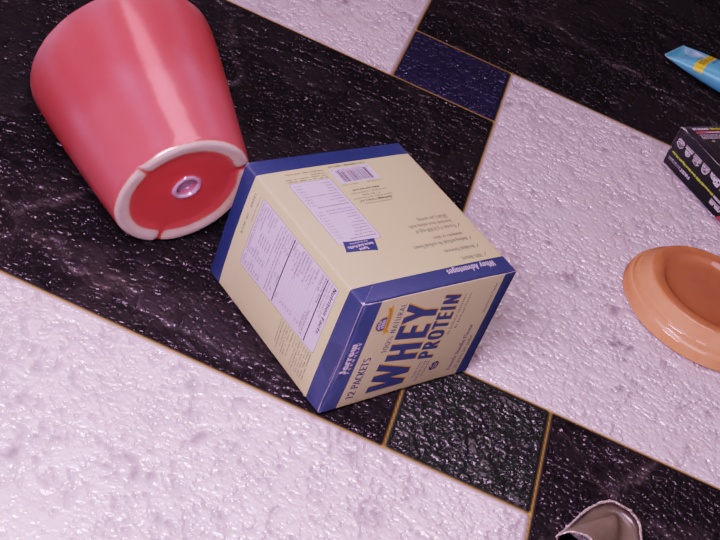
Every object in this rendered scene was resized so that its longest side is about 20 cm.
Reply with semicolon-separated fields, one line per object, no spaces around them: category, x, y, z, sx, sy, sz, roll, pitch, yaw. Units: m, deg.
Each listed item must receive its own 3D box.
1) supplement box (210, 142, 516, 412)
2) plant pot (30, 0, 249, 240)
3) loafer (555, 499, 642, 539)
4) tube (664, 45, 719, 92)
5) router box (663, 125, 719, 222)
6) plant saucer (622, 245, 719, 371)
supplement box;0.000;0.000;1.284;0.198;0.135;0.200;-12;49;-39
plant pot;-0.204;-0.142;1.317;0.198;0.201;0.179;-7;54;-35
loafer;0.192;0.252;1.133;0.075;0.070;0.200;35;37;15
tube;0.562;-0.289;2.044;0.199;0.051;0.077;34;30;22
router box;0.527;-0.127;1.801;0.197;0.063;0.151;-5;46;-34
plant saucer;0.399;0.036;1.548;0.197;0.038;0.202;15;36;-11
